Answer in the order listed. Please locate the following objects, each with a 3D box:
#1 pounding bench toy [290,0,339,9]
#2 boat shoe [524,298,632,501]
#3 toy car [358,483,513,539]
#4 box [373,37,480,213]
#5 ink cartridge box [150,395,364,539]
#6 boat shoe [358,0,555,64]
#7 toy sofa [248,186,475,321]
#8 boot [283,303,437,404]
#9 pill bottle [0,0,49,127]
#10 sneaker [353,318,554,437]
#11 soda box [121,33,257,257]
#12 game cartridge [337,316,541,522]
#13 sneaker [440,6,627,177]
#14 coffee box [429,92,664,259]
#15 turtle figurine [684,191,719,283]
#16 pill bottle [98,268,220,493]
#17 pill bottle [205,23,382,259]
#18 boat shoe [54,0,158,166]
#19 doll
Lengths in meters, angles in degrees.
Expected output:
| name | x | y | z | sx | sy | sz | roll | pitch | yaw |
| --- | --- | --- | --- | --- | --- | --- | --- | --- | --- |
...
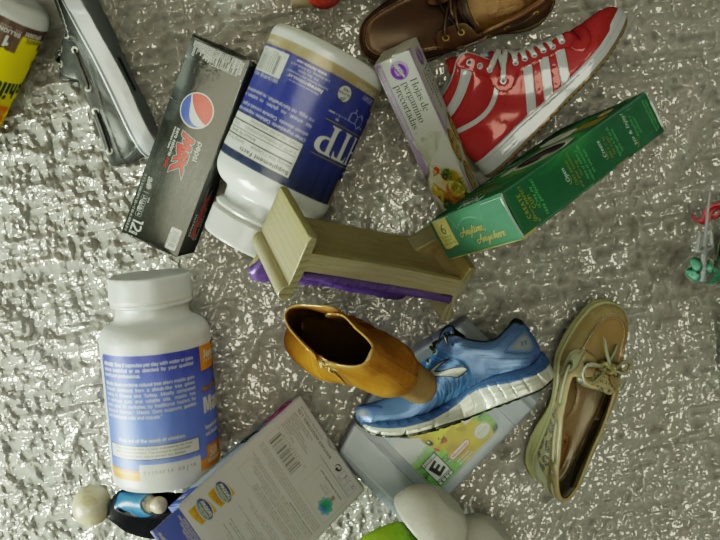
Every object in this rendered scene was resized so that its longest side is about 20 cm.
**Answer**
| name | x | y | z | sx | sy | sz | roll | pitch | yaw |
| --- | --- | --- | --- | --- | --- | --- | --- | --- | --- |
| pounding bench toy | -0.021 | -0.332 | 0.717 | 0.121 | 0.200 | 0.160 | -9 | 86 | 3 |
| boat shoe | 0.227 | 0.130 | 0.836 | 0.072 | 0.063 | 0.205 | 13 | 100 | -15 |
| toy car | 0.070 | 0.324 | 0.807 | 0.199 | 0.150 | 0.176 | 36 | 100 | -34 |
| box | 0.074 | -0.118 | 0.798 | 0.038 | 0.042 | 0.203 | -17 | 114 | 24 |
| ink cartridge box | -0.099 | 0.231 | 0.808 | 0.199 | 0.042 | 0.121 | -39 | 97 | -36 |
| boat shoe | 0.092 | -0.250 | 0.801 | 0.195 | 0.068 | 0.074 | -14 | 96 | 3 |
| toy sofa | 0.000 | 0.000 | 0.771 | 0.197 | 0.083 | 0.099 | 9 | 122 | -35 |
| boot | -0.031 | 0.060 | 0.765 | 0.198 | 0.144 | 0.072 | 18 | 78 | 39 |
| pill bottle | -0.388 | -0.183 | 0.798 | 0.108 | 0.109 | 0.202 | 32 | 103 | -2 |
| sneaker | 0.084 | 0.105 | 0.813 | 0.196 | 0.079 | 0.091 | -22 | 77 | 6 |
| soda box | -0.164 | -0.120 | 0.821 | 0.062 | 0.071 | 0.204 | 23 | 96 | 1 |
| game cartridge | 0.074 | 0.154 | 0.865 | 0.133 | 0.040 | 0.200 | 43 | 96 | 1 |
| sneaker | 0.156 | -0.201 | 0.803 | 0.112 | 0.071 | 0.200 | 43 | 98 | -7 |
| coffee box | 0.166 | -0.084 | 0.751 | 0.198 | 0.122 | 0.045 | -35 | 98 | -27 |
| turtle figurine | 0.390 | 0.002 | 0.806 | 0.146 | 0.101 | 0.204 | -9 | 112 | 17 |
| pill bottle | -0.200 | 0.105 | 0.828 | 0.109 | 0.112 | 0.205 | -3 | 97 | 2 |
| pill bottle | -0.069 | -0.116 | 0.795 | 0.118 | 0.120 | 0.203 | 25 | 97 | -1 |
| boat shoe | -0.267 | -0.199 | 0.822 | 0.065 | 0.070 | 0.203 | -24 | 103 | 3 |
| doll | -0.193 | 0.250 | 0.849 | 0.195 | 0.137 | 0.049 | 7 | 60 | -12 |
